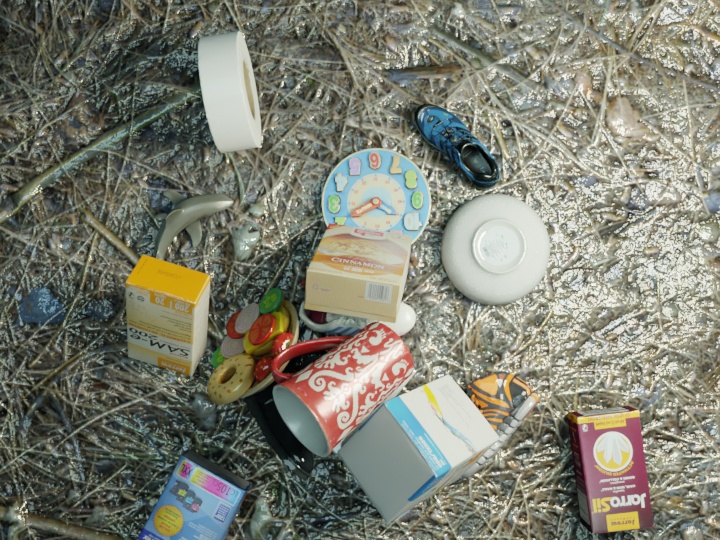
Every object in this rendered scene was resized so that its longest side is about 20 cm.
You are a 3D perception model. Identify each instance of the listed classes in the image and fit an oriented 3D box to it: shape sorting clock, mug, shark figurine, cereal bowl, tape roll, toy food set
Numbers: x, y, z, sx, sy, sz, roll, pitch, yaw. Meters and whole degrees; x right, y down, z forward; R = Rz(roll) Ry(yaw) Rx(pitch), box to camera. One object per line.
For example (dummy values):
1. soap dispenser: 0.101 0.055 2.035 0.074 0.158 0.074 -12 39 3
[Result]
1. shape sorting clock: 0.029 -0.123 1.605 0.198 0.039 0.202 0 87 2
2. mug: -0.034 0.162 1.402 0.200 0.134 0.178 -35 81 -27
3. shark figurine: -0.337 -0.066 1.593 0.128 0.090 0.215 29 86 5
4. cereal bowl: 0.242 -0.039 1.572 0.198 0.083 0.202 0 87 1
5. tape roll: -0.226 -0.309 1.545 0.070 0.202 0.204 -9 87 2
6. toy food set: -0.186 0.130 1.539 0.199 0.199 0.049 -34 127 23

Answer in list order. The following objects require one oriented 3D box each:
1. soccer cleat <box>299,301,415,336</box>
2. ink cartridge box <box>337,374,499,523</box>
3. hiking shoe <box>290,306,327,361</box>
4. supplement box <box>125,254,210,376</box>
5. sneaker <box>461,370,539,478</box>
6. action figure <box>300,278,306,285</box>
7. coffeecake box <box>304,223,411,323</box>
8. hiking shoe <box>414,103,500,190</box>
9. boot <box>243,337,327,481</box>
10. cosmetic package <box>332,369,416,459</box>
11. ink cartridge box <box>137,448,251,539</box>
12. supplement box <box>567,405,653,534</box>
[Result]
1. soccer cleat: -0.010 0.079 1.490 0.198 0.086 0.070 0 76 18
2. ink cartridge box: 0.098 0.289 1.466 0.145 0.199 0.147 51 125 19
3. hiking shoe: -0.107 0.152 1.576 0.100 0.076 0.201 34 88 7
4. supplement box: -0.332 0.081 1.530 0.125 0.201 0.074 16 45 4
5. sneaker: 0.214 0.263 1.568 0.112 0.078 0.200 40 94 18
6. action figure: -0.013 0.061 1.570 0.199 0.099 0.065 35 91 1
7. coffeecake box: 0.000 0.000 1.493 0.152 0.200 0.074 9 116 5
8. hiking shoe: 0.178 -0.230 1.582 0.200 0.087 0.074 42 89 4
9. boot: -0.088 0.224 1.476 0.168 0.076 0.200 -41 49 0
10. cosmetic package: 0.006 0.224 1.551 0.081 0.113 0.200 42 87 4
11. ink cartridge box: -0.299 0.440 1.568 0.136 0.076 0.201 27 90 3
12. supplement box: 0.433 0.344 1.541 0.109 0.086 0.202 -7 87 1
